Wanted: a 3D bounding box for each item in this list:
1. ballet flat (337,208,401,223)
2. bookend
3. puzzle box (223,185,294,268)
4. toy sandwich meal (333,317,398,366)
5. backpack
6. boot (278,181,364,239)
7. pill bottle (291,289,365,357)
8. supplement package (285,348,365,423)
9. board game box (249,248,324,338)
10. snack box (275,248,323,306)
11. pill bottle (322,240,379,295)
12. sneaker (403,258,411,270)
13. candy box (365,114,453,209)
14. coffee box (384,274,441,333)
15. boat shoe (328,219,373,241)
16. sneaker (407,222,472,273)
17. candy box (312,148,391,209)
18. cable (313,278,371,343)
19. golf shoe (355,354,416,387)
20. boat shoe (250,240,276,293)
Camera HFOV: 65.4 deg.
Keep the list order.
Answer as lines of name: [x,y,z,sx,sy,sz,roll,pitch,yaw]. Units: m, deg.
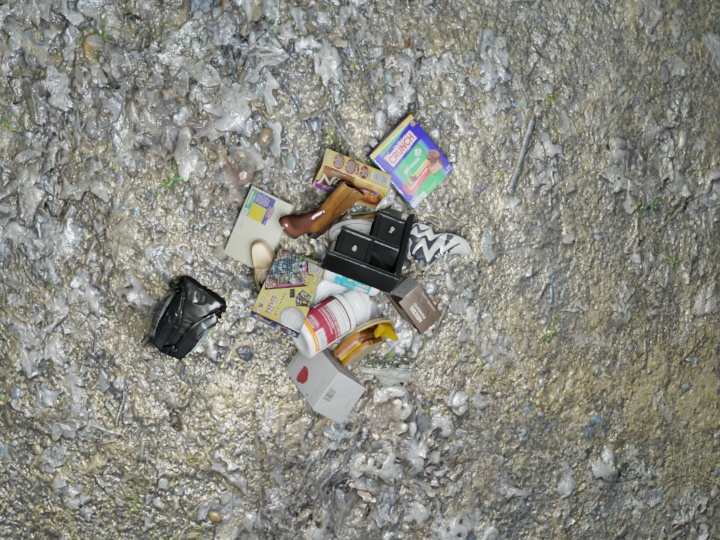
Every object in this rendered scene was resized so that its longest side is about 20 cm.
ballet flat: [0.031,-0.137,1.601,0.193,0.064,0.070,-8,94,-11]
bookend: [0.022,-0.076,1.457,0.193,0.092,0.205,20,62,-6]
puzzle box: [-0.278,-0.112,1.539,0.130,0.025,0.205,25,92,7]
toy sandwich meal: [0.020,0.206,1.581,0.201,0.206,0.071,-25,67,-8]
backpack: [-0.463,0.136,1.503,0.165,0.127,0.203,33,91,-2]
boot: [-0.102,-0.159,1.483,0.198,0.186,0.070,-37,63,26]
pill bottle: [-0.085,0.136,1.498,0.197,0.112,0.116,-29,103,-30]
supplement package: [-0.101,0.299,1.547,0.119,0.199,0.123,37,90,-38]
board game box: [-0.183,0.055,1.427,0.132,0.035,0.204,25,54,-6]
snack box: [-0.193,0.057,1.554,0.138,0.053,0.206,16,95,19]
pill bottle: [0.000,0.000,1.533,0.194,0.111,0.114,18,94,-7]
sneaker: [0.059,-0.050,1.617,0.193,0.066,0.094,8,98,-10]
candy box: [0.140,-0.308,1.595,0.169,0.077,0.200,-44,102,-3]
coffee box: [0.141,0.088,1.584,0.079,0.200,0.115,-38,103,-4]
boat shoe: [0.010,-0.094,1.548,0.193,0.066,0.075,-5,133,-6]
sneaker: [0.223,-0.046,1.635,0.194,0.079,0.133,19,83,-13]
candy box: [-0.025,-0.249,1.544,0.195,0.117,0.058,19,63,-14]
cable: [-0.066,0.105,1.610,0.193,0.069,0.207,-3,98,-11]
golf shoe: [0.071,0.306,1.651,0.194,0.078,0.100,8,109,-25]
boat shoe: [-0.244,0.019,1.491,0.072,0.069,0.206,-18,94,-1]
